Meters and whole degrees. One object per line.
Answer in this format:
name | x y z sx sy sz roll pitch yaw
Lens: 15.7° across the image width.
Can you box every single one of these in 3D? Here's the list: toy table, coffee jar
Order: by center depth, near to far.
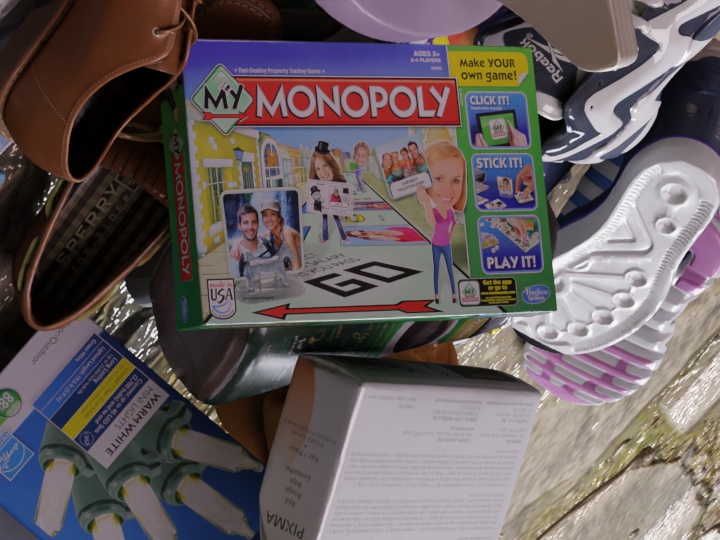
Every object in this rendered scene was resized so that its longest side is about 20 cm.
toy table | 0.064 -0.181 1.226 0.200 0.117 0.184 -36 114 -50
coffee jar | 0.000 0.000 1.323 0.200 0.085 0.104 -13 156 -32

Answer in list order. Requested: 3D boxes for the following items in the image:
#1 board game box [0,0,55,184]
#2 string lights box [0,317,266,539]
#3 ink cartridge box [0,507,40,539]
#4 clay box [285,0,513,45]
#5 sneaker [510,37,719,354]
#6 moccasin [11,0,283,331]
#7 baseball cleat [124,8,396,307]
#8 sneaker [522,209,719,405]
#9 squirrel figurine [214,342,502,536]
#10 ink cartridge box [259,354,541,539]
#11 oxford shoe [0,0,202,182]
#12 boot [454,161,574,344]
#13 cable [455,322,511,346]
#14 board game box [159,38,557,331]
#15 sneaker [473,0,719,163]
board game box | -0.166 -0.128 1.175 0.200 0.026 0.200 -45 149 0
string lights box | -0.110 0.119 1.352 0.103 0.200 0.059 -50 180 -13
ink cartridge box | -0.159 0.166 1.477 0.145 0.084 0.200 -40 149 -12
clay box | 0.052 -0.152 1.392 0.200 0.048 0.115 -34 148 -20
sneaker | 0.166 -0.053 1.568 0.200 0.081 0.147 -53 -166 44
moccasin | -0.107 -0.055 1.274 0.074 0.078 0.201 38 107 -17
baseball cleat | -0.065 -0.067 1.348 0.200 0.070 0.106 -38 117 14
sneaker | 0.179 0.007 1.716 0.200 0.080 0.089 -54 -169 40
squirrel figurine | 0.026 0.067 1.470 0.141 0.200 0.187 -19 154 -26
ink cartridge box | 0.006 0.144 1.325 0.162 0.050 0.200 7 105 -52
oxford shoe | -0.092 -0.127 1.174 0.071 0.071 0.200 10 118 -53
boot | 0.089 -0.044 1.540 0.090 0.073 0.200 -18 139 -31
cable | 0.065 0.041 1.623 0.200 0.050 0.097 -41 171 -13
board game box | 0.000 -0.042 1.249 0.200 0.135 0.029 -2 175 -32
sneaker | 0.126 -0.132 1.379 0.130 0.079 0.199 -24 154 -49
